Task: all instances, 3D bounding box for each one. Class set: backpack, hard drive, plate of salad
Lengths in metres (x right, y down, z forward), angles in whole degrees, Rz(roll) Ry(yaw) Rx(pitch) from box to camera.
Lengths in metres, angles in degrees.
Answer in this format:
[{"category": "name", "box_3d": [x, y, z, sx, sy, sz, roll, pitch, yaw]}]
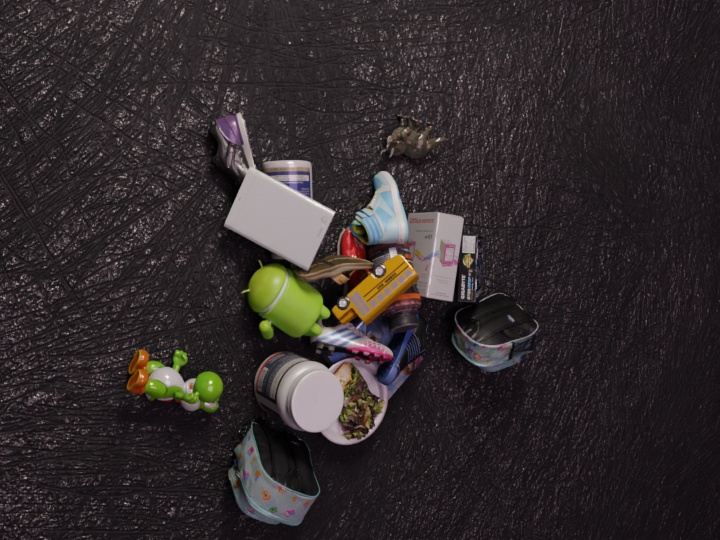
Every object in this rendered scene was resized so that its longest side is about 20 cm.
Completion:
[{"category": "backpack", "box_3d": [-0.181, 0.440, 1.394, 0.174, 0.200, 0.155, 33, 93, -30]}, {"category": "hard drive", "box_3d": [-0.166, -0.105, 1.358, 0.196, 0.026, 0.134, 27, 98, 0]}, {"category": "backpack", "box_3d": [0.333, 0.165, 1.703, 0.196, 0.178, 0.154, -13, 130, -29]}, {"category": "plate of salad", "box_3d": [-0.016, 0.304, 1.528, 0.195, 0.048, 0.206, -3, 96, -28]}]

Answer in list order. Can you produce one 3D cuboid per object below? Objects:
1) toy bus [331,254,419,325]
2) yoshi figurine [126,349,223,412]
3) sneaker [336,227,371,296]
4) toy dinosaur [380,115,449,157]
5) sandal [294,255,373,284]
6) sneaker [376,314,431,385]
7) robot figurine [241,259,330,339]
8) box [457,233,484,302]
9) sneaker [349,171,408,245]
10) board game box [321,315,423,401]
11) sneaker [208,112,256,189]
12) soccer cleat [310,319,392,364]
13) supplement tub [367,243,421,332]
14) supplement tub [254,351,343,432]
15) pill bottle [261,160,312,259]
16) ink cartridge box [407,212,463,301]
[{"category": "toy bus", "box_3d": [0.032, 0.051, 1.467, 0.199, 0.065, 0.079, -41, 76, 0]}, {"category": "yoshi figurine", "box_3d": [-0.358, 0.222, 1.328, 0.198, 0.111, 0.115, 29, 72, -32]}, {"category": "sneaker", "box_3d": [0.000, 0.000, 1.543, 0.075, 0.084, 0.206, -14, 100, -30]}, {"category": "toy dinosaur", "box_3d": [0.126, -0.319, 1.620, 0.196, 0.076, 0.105, 6, 102, -36]}, {"category": "sandal", "box_3d": [-0.059, 0.006, 1.444, 0.197, 0.079, 0.056, -14, 115, -39]}, {"category": "sneaker", "box_3d": [0.110, 0.195, 1.574, 0.078, 0.070, 0.203, 39, 63, -21]}, {"category": "robot figurine", "box_3d": [-0.161, 0.065, 1.430, 0.199, 0.115, 0.179, 36, 69, -27]}, {"category": "box", "box_3d": [0.280, -0.008, 1.666, 0.200, 0.045, 0.164, -7, 99, -75]}, {"category": "sneaker", "box_3d": [0.028, -0.144, 1.530, 0.127, 0.080, 0.204, -9, 54, -11]}, {"category": "board game box", "box_3d": [0.034, 0.209, 1.600, 0.199, 0.043, 0.202, -45, 113, -20]}, {"category": "sneaker", "box_3d": [-0.264, -0.219, 1.390, 0.085, 0.076, 0.206, -14, 101, -9]}, {"category": "soccer cleat", "box_3d": [-0.017, 0.155, 1.504, 0.194, 0.070, 0.089, 12, 64, -10]}, {"category": "supplement tub", "box_3d": [0.082, 0.038, 1.549, 0.104, 0.107, 0.206, -3, 73, -30]}, {"category": "supplement tub", "box_3d": [-0.133, 0.257, 1.410, 0.137, 0.198, 0.145, -2, 95, -30]}, {"category": "pill bottle", "box_3d": [-0.156, -0.130, 1.425, 0.109, 0.110, 0.206, -4, 95, -30]}, {"category": "ink cartridge box", "box_3d": [0.169, -0.036, 1.609, 0.083, 0.144, 0.206, 10, 88, -27]}]
